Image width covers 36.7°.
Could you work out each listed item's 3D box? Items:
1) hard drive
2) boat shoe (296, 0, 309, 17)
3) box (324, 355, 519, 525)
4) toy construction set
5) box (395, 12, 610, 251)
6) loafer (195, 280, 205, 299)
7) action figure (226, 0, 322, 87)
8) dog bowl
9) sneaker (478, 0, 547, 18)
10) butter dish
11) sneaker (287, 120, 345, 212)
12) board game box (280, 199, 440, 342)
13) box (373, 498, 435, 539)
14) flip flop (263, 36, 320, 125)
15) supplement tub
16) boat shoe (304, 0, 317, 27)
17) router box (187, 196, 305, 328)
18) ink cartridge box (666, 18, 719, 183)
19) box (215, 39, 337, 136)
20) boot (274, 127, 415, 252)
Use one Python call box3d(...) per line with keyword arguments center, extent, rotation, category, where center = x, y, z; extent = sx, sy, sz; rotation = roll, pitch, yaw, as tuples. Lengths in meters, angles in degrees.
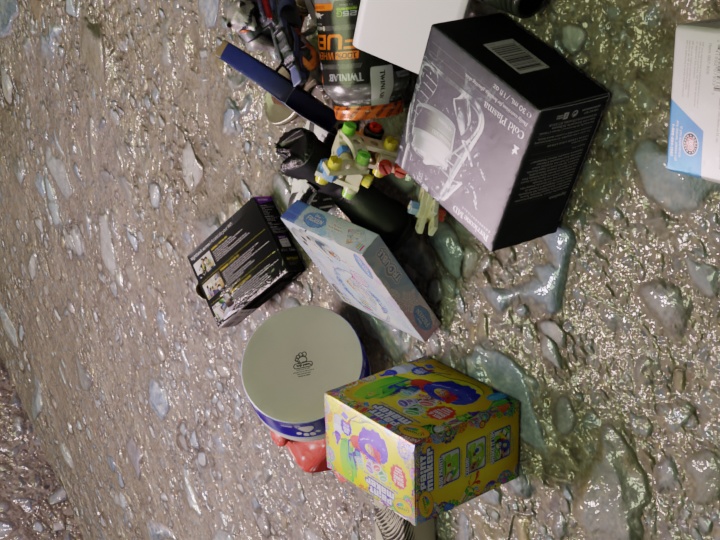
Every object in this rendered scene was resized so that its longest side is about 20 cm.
box3d(center=(0.068, -0.331, 1.310), extent=(0.131, 0.026, 0.201), rotation=(24, 141, 8), category="hard drive")
box3d(center=(-0.111, -0.477, 1.606), extent=(0.201, 0.070, 0.070), rotation=(60, 152, 5), category="boat shoe")
box3d(center=(0.084, 0.229, 1.502), extent=(0.199, 0.191, 0.123), rotation=(22, 121, 48), category="box")
box3d(center=(0.036, -0.132, 1.456), extent=(0.092, 0.199, 0.132), rotation=(-50, 26, 33), category="toy construction set")
box3d(center=(0.163, -0.168, 1.297), extent=(0.200, 0.123, 0.198), rotation=(46, 139, 34), category="box")
box3d(center=(-0.239, 0.035, 1.990), extent=(0.199, 0.068, 0.077), rotation=(-9, 96, 55), category="loafer")
box3d(center=(-0.113, -0.313, 1.511), extent=(0.104, 0.193, 0.202), rotation=(-27, 60, 29), category="action figure")
box3d(center=(-0.085, 0.160, 1.699), extent=(0.201, 0.199, 0.079), rotation=(53, 171, 27), category="dog bowl")
box3d(center=(0.189, -0.378, 1.225), extent=(0.099, 0.070, 0.201), rotation=(43, 141, 34), category="sneaker")
box3d(center=(-0.081, 0.248, 1.783), extent=(0.201, 0.147, 0.200), rotation=(61, 143, 19), category="butter dish")
box3d(center=(-0.069, -0.163, 1.679), extent=(0.080, 0.073, 0.201), rotation=(51, 131, 36), category="sneaker")
box3d(center=(0.000, 0.000, 1.571), extent=(0.198, 0.043, 0.200), rotation=(27, 159, 48), category="board game box")
box3d(center=(0.067, 0.357, 1.685), extent=(0.082, 0.068, 0.202), rotation=(17, 117, 51), category="box")
box3d(center=(-0.107, -0.293, 1.682), extent=(0.200, 0.057, 0.082), rotation=(-34, 75, 54), category="flip flop")
box3d(center=(0.003, -0.309, 1.463), extent=(0.122, 0.122, 0.202), rotation=(13, 113, 52), category="supplement tub")
box3d(center=(-0.041, -0.417, 1.535), extent=(0.070, 0.070, 0.202), rotation=(-36, 68, 55), category="boat shoe")
box3d(center=(-0.201, -0.013, 1.881), extent=(0.199, 0.051, 0.150), rotation=(-37, 72, 33), category="router box")
box3d(center=(0.393, -0.150, 1.009), extent=(0.199, 0.084, 0.146), rotation=(25, 123, 49), category="ink cartridge box")
box3d(center=(-0.110, -0.261, 1.574), extent=(0.200, 0.121, 0.033), rotation=(40, 100, 32), category="box")
box3d(center=(-0.028, -0.115, 1.529), extent=(0.077, 0.168, 0.200), rotation=(-51, 39, 5), category="boot")
